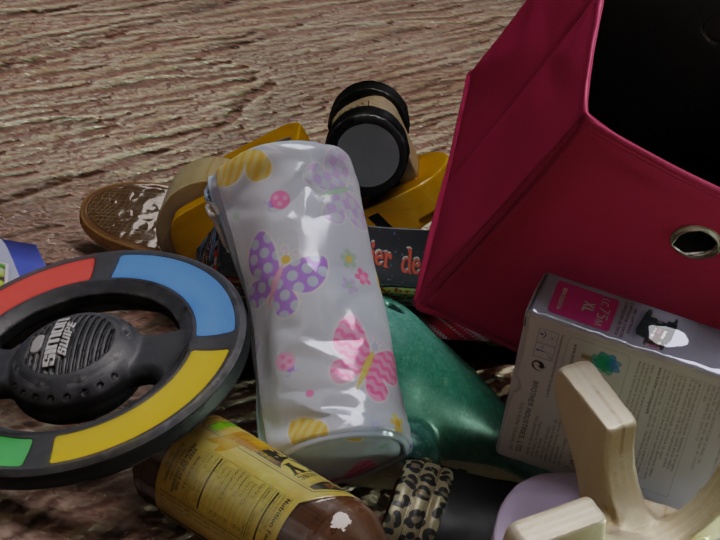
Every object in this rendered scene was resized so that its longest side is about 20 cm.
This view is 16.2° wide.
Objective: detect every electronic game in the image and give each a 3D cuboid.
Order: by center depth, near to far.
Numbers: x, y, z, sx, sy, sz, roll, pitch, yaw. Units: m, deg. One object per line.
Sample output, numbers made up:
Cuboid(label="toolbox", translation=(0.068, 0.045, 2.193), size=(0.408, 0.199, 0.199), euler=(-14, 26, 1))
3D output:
Cuboid(label="electronic game", translation=(-0.158, 0.053, 1.414), size=(0.199, 0.042, 0.200), euler=(-11, 35, 8))

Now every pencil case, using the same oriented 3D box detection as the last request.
Cuboid(label="pencil case", translation=(-0.030, 0.024, 1.461), size=(0.090, 0.083, 0.201), euler=(0, 64, -30))

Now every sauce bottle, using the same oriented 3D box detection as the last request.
Cuboid(label="sauce bottle", translation=(-0.033, 0.140, 1.364), size=(0.200, 0.065, 0.065), euler=(29, 20, 30))

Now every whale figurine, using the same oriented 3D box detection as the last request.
Cuboid(label="whale figurine", translation=(0.038, 0.079, 1.556), size=(0.199, 0.104, 0.159), euler=(18, 16, -6))

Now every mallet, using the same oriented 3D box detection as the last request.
Cuboid(label="mallet", translation=(0.005, 0.046, 1.662), size=(0.199, 0.041, 0.066), euler=(1, 18, 0))

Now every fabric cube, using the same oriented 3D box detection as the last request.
Cuboid(label="fabric cube", translation=(0.171, -0.061, 1.438), size=(0.196, 0.199, 0.201), euler=(25, 49, -14))

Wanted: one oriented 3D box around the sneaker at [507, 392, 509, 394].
Cuboid(label="sneaker", translation=(0.153, 0.096, 1.691), size=(0.081, 0.076, 0.200), euler=(53, 15, 8))

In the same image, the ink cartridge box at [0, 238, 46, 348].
Cuboid(label="ink cartridge box", translation=(-0.262, 0.009, 1.602), size=(0.199, 0.042, 0.119), euler=(12, 18, -22))

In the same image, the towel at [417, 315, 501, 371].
Cuboid(label="towel", translation=(0.054, 0.039, 1.745), size=(0.199, 0.023, 0.145), euler=(-12, 26, -26))

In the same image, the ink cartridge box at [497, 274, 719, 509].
Cuboid(label="ink cartridge box", translation=(0.180, 0.082, 1.384), size=(0.199, 0.120, 0.042), euler=(20, 47, 10))

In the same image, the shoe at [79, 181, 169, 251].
Cuboid(label="shoe", translation=(-0.105, -0.011, 1.811), size=(0.199, 0.053, 0.070), euler=(13, 49, 2))

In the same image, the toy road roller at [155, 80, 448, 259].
Cuboid(label="toy road roller", translation=(-0.027, -0.028, 1.725), size=(0.199, 0.146, 0.123), euler=(-24, 13, 7))

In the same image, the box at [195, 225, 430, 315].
Cuboid(label="box", translation=(0.000, 0.000, 1.606), size=(0.199, 0.038, 0.137), euler=(3, -8, -9))

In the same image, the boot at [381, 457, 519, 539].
Cuboid(label="boot", translation=(0.096, 0.137, 1.465), size=(0.153, 0.074, 0.204), euler=(19, 25, 4))

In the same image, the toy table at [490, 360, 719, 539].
Cuboid(label="toy table", translation=(0.150, 0.150, 1.309), size=(0.183, 0.117, 0.200), euler=(-26, 53, -32))
